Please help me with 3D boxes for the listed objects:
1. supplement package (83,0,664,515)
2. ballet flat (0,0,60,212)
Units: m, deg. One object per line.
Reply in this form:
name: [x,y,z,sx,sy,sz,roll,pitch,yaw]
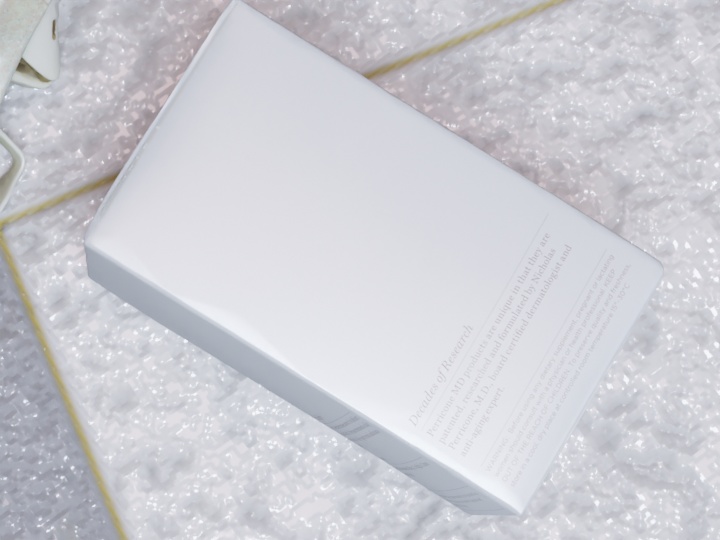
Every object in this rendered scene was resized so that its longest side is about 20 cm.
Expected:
supplement package: [0.000,0.000,0.803,0.200,0.117,0.117,32,81,-3]
ballet flat: [-0.163,-0.075,0.831,0.062,0.067,0.200,28,84,-31]
